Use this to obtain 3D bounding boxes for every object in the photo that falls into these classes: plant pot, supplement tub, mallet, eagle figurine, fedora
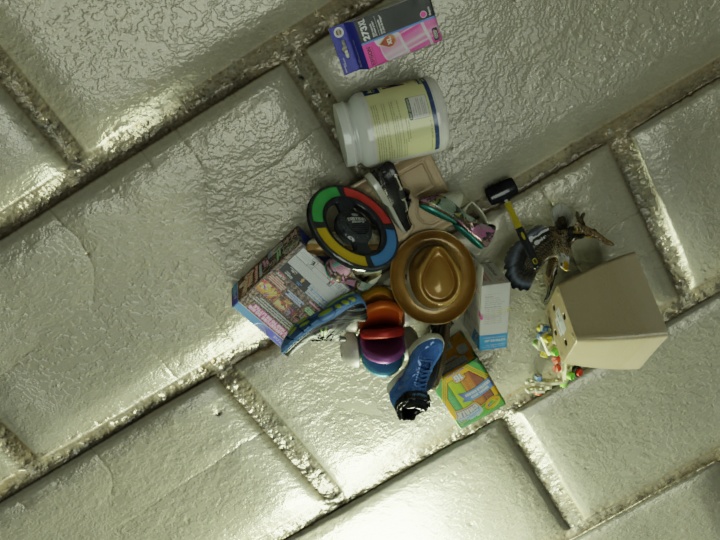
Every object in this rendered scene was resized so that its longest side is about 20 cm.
[{"bbox_3d":[0.516,0.104,1.588,0.177,0.200,0.200,-9,152,-3],"label":"plant pot"},{"bbox_3d":[0.058,-0.280,1.402,0.200,0.145,0.145,-13,115,-4],"label":"supplement tub"},{"bbox_3d":[0.322,-0.094,1.546,0.066,0.041,0.200,-17,86,4],"label":"mallet"},{"bbox_3d":[0.419,-0.035,1.589,0.152,0.151,0.200,48,122,4],"label":"eagle figurine"},{"bbox_3d":[0.157,0.012,1.517,0.200,0.082,0.201,0,86,-6],"label":"fedora"}]

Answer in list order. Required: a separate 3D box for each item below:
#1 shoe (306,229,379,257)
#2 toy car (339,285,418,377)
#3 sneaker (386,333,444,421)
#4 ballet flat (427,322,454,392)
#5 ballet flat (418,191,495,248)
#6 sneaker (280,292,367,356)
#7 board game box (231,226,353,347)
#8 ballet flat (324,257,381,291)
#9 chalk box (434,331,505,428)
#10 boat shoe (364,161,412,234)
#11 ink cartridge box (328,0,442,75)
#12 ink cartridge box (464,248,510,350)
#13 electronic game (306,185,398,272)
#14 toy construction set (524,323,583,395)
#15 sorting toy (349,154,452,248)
[{"bbox_3d":[-0.022,-0.058,1.473,0.200,0.070,0.053,-1,80,-34],"label":"shoe"},{"bbox_3d":[0.045,0.142,1.582,0.175,0.150,0.200,-6,114,-8],"label":"toy car"},{"bbox_3d":[0.125,0.231,1.522,0.077,0.111,0.200,16,124,-27],"label":"sneaker"},{"bbox_3d":[0.175,0.177,1.615,0.046,0.200,0.067,27,144,-23],"label":"ballet flat"},{"bbox_3d":[0.204,-0.118,1.512,0.200,0.069,0.071,31,88,-30],"label":"ballet flat"},{"bbox_3d":[-0.073,0.123,1.489,0.199,0.071,0.083,-30,110,0],"label":"sneaker"},{"bbox_3d":[-0.144,0.040,1.532,0.200,0.097,0.159,-42,114,9],"label":"board game box"},{"bbox_3d":[0.000,0.000,1.499,0.071,0.200,0.069,-21,75,22],"label":"ballet flat"},{"bbox_3d":[0.244,0.269,1.689,0.125,0.124,0.200,-33,115,6],"label":"chalk box"},{"bbox_3d":[0.070,-0.142,1.440,0.060,0.074,0.200,-36,142,2],"label":"boat shoe"},{"bbox_3d":[0.048,-0.449,1.389,0.200,0.037,0.095,-21,115,1],"label":"ink cartridge box"},{"bbox_3d":[0.278,0.059,1.607,0.068,0.115,0.200,-6,114,-8],"label":"ink cartridge box"},{"bbox_3d":[-0.013,-0.083,1.414,0.200,0.200,0.042,23,137,-19],"label":"electronic game"},{"bbox_3d":[0.456,0.213,1.720,0.131,0.092,0.200,-16,126,-30],"label":"toy construction set"},{"bbox_3d":[0.094,-0.142,1.534,0.185,0.036,0.200,-29,120,3],"label":"sorting toy"}]
